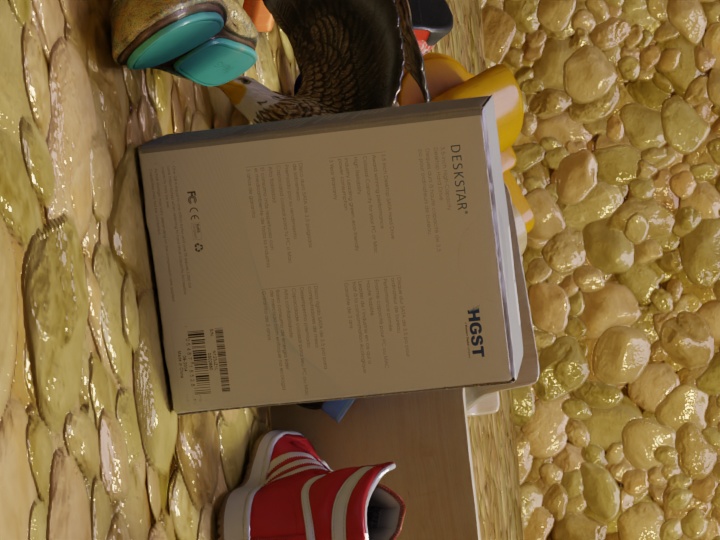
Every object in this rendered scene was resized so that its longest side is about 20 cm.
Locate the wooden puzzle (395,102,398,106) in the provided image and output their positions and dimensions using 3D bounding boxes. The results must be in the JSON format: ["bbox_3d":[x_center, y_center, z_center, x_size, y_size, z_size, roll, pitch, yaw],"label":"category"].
[{"bbox_3d":[0.027,-0.020,1.615,0.200,0.046,0.187,-88,167,-66],"label":"wooden puzzle"}]

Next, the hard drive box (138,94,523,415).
[{"bbox_3d":[-0.014,-0.009,1.138,0.077,0.198,0.158,-50,134,-77],"label":"hard drive box"}]

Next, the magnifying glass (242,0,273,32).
[{"bbox_3d":[-0.053,-0.261,1.378,0.022,0.079,0.202,47,-49,50],"label":"magnifying glass"}]

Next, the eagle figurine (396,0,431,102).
[{"bbox_3d":[0.011,-0.240,1.534,0.151,0.150,0.202,66,41,-68],"label":"eagle figurine"}]

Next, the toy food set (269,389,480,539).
[{"bbox_3d":[0.019,0.161,1.406,0.060,0.142,0.202,-25,109,-72],"label":"toy food set"}]

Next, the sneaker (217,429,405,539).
[{"bbox_3d":[-0.019,0.148,1.283,0.200,0.111,0.072,-58,142,-76],"label":"sneaker"}]

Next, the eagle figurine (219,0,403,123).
[{"bbox_3d":[-0.029,-0.102,1.316,0.151,0.151,0.201,56,27,-26],"label":"eagle figurine"}]

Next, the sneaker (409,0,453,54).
[{"bbox_3d":[-0.022,-0.188,1.625,0.200,0.108,0.068,-3,63,-48],"label":"sneaker"}]

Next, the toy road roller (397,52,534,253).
[{"bbox_3d":[0.087,-0.093,1.731,0.122,0.146,0.201,-30,93,-35],"label":"toy road roller"}]

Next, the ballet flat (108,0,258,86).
[{"bbox_3d":[-0.105,-0.144,1.112,0.200,0.070,0.071,-1,86,-80],"label":"ballet flat"}]

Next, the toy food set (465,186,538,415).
[{"bbox_3d":[0.096,0.025,1.475,0.200,0.060,0.145,118,-36,-78],"label":"toy food set"}]

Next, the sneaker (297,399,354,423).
[{"bbox_3d":[0.000,0.000,1.358,0.201,0.077,0.070,-62,180,-10],"label":"sneaker"}]

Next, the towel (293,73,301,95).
[{"bbox_3d":[-0.027,-0.045,1.587,0.148,0.049,0.202,65,19,-55],"label":"towel"}]
